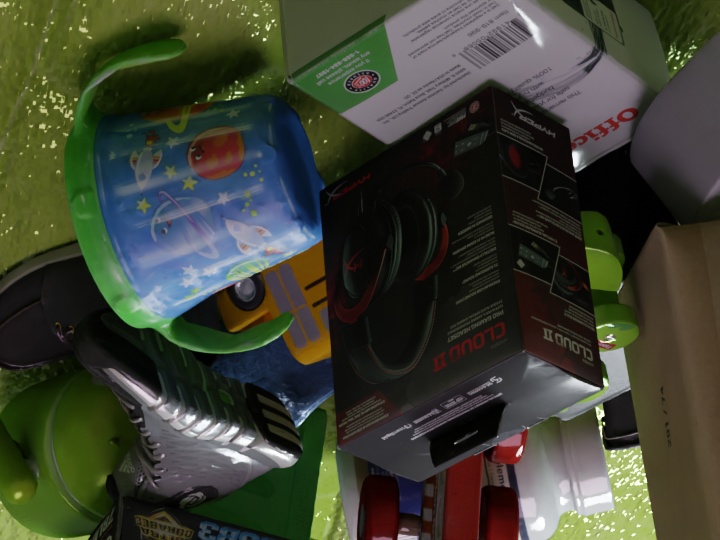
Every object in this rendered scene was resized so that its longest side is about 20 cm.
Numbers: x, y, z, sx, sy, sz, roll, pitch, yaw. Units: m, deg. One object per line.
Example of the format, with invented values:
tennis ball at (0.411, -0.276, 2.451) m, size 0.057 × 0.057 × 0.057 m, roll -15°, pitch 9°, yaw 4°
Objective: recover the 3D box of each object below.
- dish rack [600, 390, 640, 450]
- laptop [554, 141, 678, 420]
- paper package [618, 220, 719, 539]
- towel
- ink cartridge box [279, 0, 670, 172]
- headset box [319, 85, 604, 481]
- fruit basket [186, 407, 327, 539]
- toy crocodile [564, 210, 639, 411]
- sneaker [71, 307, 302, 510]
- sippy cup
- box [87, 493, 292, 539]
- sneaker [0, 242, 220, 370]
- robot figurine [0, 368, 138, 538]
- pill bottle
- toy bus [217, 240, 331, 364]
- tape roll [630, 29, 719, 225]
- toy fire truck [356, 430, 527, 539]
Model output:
dish rack at (0.268, 0.078, 1.758) m, size 0.199 × 0.055 × 0.153 m, roll -13°, pitch -177°, yaw 5°
laptop at (0.142, -0.014, 1.613) m, size 0.187 × 0.201 × 0.116 m, roll -30°, pitch 175°, yaw 28°
paper package at (0.227, 0.082, 1.459) m, size 0.103 × 0.201 × 0.191 m, roll -7°, pitch 165°, yaw -5°
towel at (-0.023, 0.039, 1.709) m, size 0.200 × 0.049 × 0.111 m, roll -33°, pitch 137°, yaw 32°
ink cartridge box at (0.071, -0.133, 1.447) m, size 0.146 × 0.083 × 0.200 m, roll -29°, pitch 140°, yaw 29°
headset box at (0.056, 0.018, 1.414) m, size 0.075 × 0.201 × 0.148 m, roll 25°, pitch 139°, yaw -39°
fruit basket at (-0.071, 0.215, 1.815) m, size 0.215 × 0.216 × 0.155 m, roll 20°, pitch 137°, yaw -34°
toy crocodile at (0.128, 0.031, 1.508) m, size 0.061 × 0.068 × 0.200 m, roll -2°, pitch 152°, yaw -10°
sneaker at (-0.137, 0.106, 1.564) m, size 0.115 × 0.075 × 0.200 m, roll -38°, pitch 134°, yaw 20°
sippy cup at (-0.094, -0.046, 1.489) m, size 0.130 × 0.140 × 0.178 m, roll -16°, pitch 144°, yaw 14°
box at (-0.110, 0.242, 1.657) m, size 0.199 × 0.050 × 0.199 m, roll 17°, pitch 139°, yaw -20°
sneaker at (-0.180, 0.042, 1.630) m, size 0.200 × 0.107 × 0.075 m, roll -27°, pitch 141°, yaw 26°
robot figurine at (-0.187, 0.127, 1.715) m, size 0.175 × 0.116 × 0.200 m, roll -11°, pitch 176°, yaw -35°
pill bottle at (0.087, 0.159, 1.846) m, size 0.199 × 0.111 × 0.111 m, roll -11°, pitch 145°, yaw 5°
toy bus at (0.000, 0.000, 1.589) m, size 0.200 × 0.079 × 0.065 m, roll -31°, pitch 173°, yaw 34°
tape roll at (0.260, -0.103, 1.465) m, size 0.200 × 0.066 × 0.200 m, roll -32°, pitch 162°, yaw -12°
toy fire truck at (0.065, 0.133, 1.701) m, size 0.112 × 0.201 × 0.168 m, roll 6°, pitch 171°, yaw -6°
